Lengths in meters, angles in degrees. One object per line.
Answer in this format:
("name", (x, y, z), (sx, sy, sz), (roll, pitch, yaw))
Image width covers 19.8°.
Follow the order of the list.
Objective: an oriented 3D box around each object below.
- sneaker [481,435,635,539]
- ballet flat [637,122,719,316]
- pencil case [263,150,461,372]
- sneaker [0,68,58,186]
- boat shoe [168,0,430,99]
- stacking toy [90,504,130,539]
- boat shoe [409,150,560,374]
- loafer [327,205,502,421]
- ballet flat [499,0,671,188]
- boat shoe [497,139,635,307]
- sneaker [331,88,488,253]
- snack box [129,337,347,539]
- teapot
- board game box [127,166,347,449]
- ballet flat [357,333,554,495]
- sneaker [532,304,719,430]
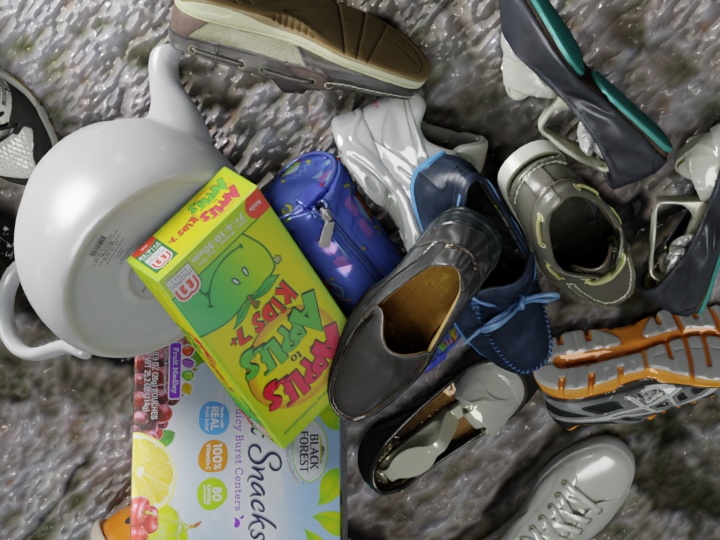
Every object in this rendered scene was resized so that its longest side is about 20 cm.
("sneaker", (0.158, 0.225, 1.711), (0.073, 0.085, 0.200), (37, 110, -12))
("ballet flat", (0.265, -0.055, 1.584), (0.073, 0.073, 0.201), (17, 117, -6))
("pencil case", (0.000, 0.000, 1.604), (0.078, 0.087, 0.200), (-38, 114, -3))
("sneaker", (-0.307, -0.132, 1.557), (0.076, 0.088, 0.200), (-34, 111, 15))
("boat shoe", (-0.047, -0.167, 1.546), (0.199, 0.073, 0.065), (20, 125, -3))
("stacking toy", (-0.113, 0.197, 1.704), (0.146, 0.146, 0.200), (41, 91, -16))
("boat shoe", (0.096, 0.006, 1.548), (0.084, 0.069, 0.200), (-44, 123, -16))
("loafer", (0.028, 0.041, 1.508), (0.073, 0.072, 0.200), (32, 121, 2))
("ballet flat", (0.151, -0.137, 1.541), (0.073, 0.073, 0.200), (-37, 111, 18))
("boat shoe", (0.166, -0.021, 1.563), (0.072, 0.060, 0.202), (-38, 141, 3))
("sneaker", (0.067, -0.056, 1.587), (0.099, 0.078, 0.200), (-32, 112, 11))
("snack box", (-0.095, 0.150, 1.631), (0.168, 0.068, 0.201), (-1, 72, 3))
("teapot", (-0.189, -0.038, 1.569), (0.199, 0.146, 0.198), (-27, 138, -22))
("board game box", (-0.079, 0.030, 1.536), (0.102, 0.048, 0.200), (-45, 131, -14))
("ballet flat", (0.081, 0.121, 1.672), (0.200, 0.068, 0.068), (-41, 107, 18))
("sneaker", (0.238, 0.082, 1.653), (0.199, 0.078, 0.077), (-5, 137, 3))
